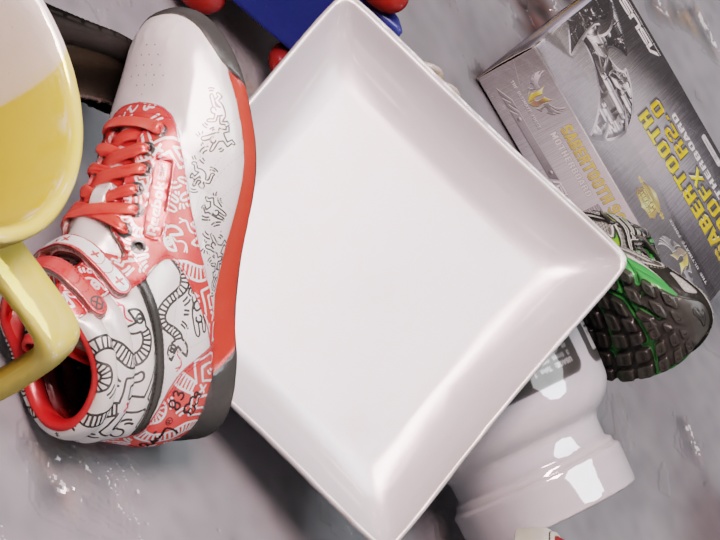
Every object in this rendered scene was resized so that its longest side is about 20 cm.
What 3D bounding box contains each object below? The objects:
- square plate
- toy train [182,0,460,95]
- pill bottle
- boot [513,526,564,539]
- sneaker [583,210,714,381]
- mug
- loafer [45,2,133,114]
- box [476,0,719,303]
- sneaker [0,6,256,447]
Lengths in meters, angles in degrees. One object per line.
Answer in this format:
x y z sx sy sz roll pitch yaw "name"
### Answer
0.000 0.000 1.318 0.198 0.028 0.200 43 71 -6 "square plate"
-0.007 -0.147 1.467 0.200 0.085 0.116 39 24 -18 "toy train"
0.059 0.039 1.404 0.116 0.116 0.200 -20 85 -58 "pill bottle"
0.149 0.177 1.342 0.200 0.144 0.072 50 48 -69 "boot"
0.135 0.000 1.463 0.085 0.200 0.078 -23 112 -18 "sneaker"
-0.208 -0.035 1.039 0.149 0.153 0.187 6 63 -54 "mug"
-0.172 -0.093 1.227 0.200 0.073 0.071 11 101 -60 "loafer"
0.168 -0.071 1.705 0.200 0.048 0.158 59 32 -6 "box"
-0.106 -0.020 1.210 0.108 0.067 0.202 -1 93 -53 "sneaker"
